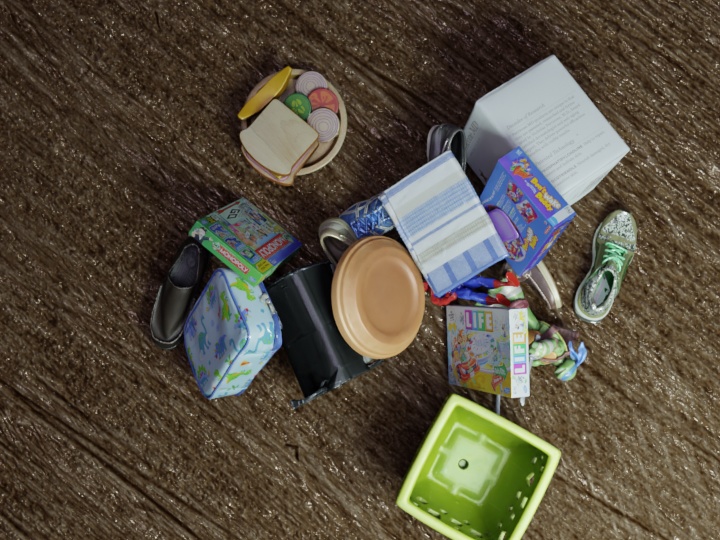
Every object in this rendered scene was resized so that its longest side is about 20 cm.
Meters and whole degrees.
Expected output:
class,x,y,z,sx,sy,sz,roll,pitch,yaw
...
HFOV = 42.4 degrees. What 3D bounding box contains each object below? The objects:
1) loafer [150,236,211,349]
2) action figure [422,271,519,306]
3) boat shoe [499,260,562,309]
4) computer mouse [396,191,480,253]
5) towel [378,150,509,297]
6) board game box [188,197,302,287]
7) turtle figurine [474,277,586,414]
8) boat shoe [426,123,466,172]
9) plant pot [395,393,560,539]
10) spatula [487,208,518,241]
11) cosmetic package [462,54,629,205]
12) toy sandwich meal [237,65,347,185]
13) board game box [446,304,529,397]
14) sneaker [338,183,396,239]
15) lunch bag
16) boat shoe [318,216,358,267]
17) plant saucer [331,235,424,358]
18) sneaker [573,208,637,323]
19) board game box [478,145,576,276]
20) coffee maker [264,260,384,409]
class,x,y,z,sx,sy,sz,roll,pitch,yaw
loafer,-0.313,0.035,1.571,0.072,0.071,0.201,16,87,1
action figure,0.167,0.027,1.525,0.052,0.199,0.066,36,68,-32
boat shoe,0.267,-0.012,1.575,0.072,0.072,0.201,-33,83,6
computer mouse,0.129,-0.069,1.598,0.199,0.034,0.059,-36,102,-9
towel,0.132,-0.075,1.490,0.146,0.024,0.201,-32,81,21
board game box,-0.183,-0.050,1.514,0.134,0.200,0.029,38,111,2
turtle figurine,0.253,0.122,1.525,0.199,0.144,0.195,-35,77,6
boat shoe,0.143,-0.141,1.534,0.067,0.057,0.202,-10,105,-37
plant pot,0.180,0.321,1.497,0.199,0.181,0.200,29,88,1
spatula,0.189,-0.054,1.522,0.021,0.200,0.057,-34,94,-34
cosmetic package,0.289,-0.200,1.508,0.166,0.167,0.200,-33,79,-15
toy sandwich meal,-0.120,-0.253,1.586,0.203,0.070,0.207,0,87,0
board game box,0.202,0.126,1.497,0.034,0.200,0.136,-2,90,-23
sneaker,0.026,-0.096,1.574,0.199,0.077,0.076,-36,89,0
lunch bag,-0.211,0.097,1.499,0.082,0.200,0.161,-3,54,-38
boat shoe,0.000,0.000,1.547,0.072,0.065,0.200,-34,111,19
plant saucer,0.038,0.042,1.504,0.199,0.037,0.202,4,84,-41
sneaker,0.424,-0.008,1.560,0.076,0.089,0.201,18,87,2
board game box,0.249,-0.088,1.452,0.045,0.200,0.135,-33,76,-17
coffee maker,-0.074,0.096,1.507,0.134,0.192,0.201,-28,85,15
